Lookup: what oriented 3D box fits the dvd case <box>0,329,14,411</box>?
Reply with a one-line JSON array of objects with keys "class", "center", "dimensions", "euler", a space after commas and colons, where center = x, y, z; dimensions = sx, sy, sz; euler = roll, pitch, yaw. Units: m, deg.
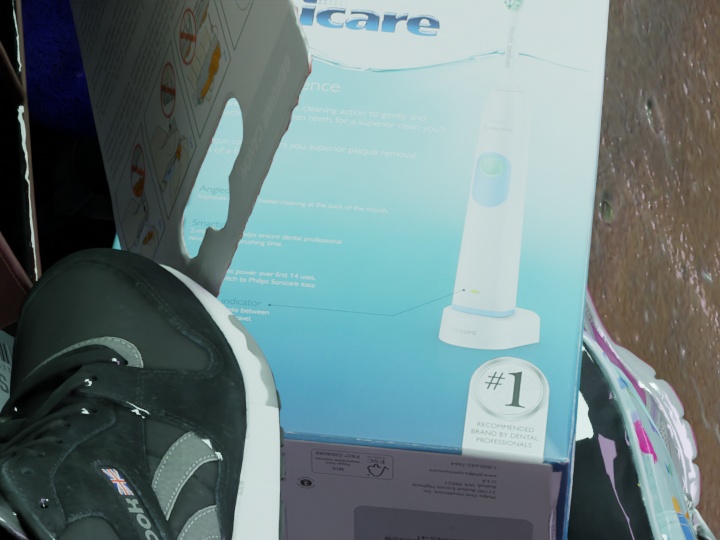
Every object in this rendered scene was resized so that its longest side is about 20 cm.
[{"class": "dvd case", "center": [-0.126, 0.080, 0.813], "dimensions": [0.150, 0.025, 0.201], "euler": [35, 28, -46]}]

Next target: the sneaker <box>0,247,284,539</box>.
[{"class": "sneaker", "center": [-0.068, 0.058, 0.687], "dimensions": [0.087, 0.076, 0.201], "euler": [35, 27, -39]}]

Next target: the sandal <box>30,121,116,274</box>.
[{"class": "sandal", "center": [-0.086, -0.046, 0.973], "dimensions": [0.200, 0.043, 0.077], "euler": [-41, 111, -55]}]

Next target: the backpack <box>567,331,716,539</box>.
[{"class": "backpack", "center": [0.035, 0.112, 0.972], "dimensions": [0.151, 0.176, 0.201], "euler": [22, 51, -77]}]

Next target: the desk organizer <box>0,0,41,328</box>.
[{"class": "desk organizer", "center": [-0.115, -0.087, 0.794], "dimensions": [0.071, 0.077, 0.201], "euler": [19, 56, -46]}]

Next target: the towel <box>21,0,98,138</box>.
[{"class": "towel", "center": [-0.150, -0.130, 0.876], "dimensions": [0.199, 0.049, 0.149], "euler": [15, 52, -49]}]

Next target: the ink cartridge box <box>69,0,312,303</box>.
[{"class": "ink cartridge box", "center": [-0.037, -0.089, 0.798], "dimensions": [0.050, 0.163, 0.201], "euler": [-4, 56, -22]}]

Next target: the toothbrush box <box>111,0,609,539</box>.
[{"class": "toothbrush box", "center": [0.000, 0.000, 0.890], "dimensions": [0.086, 0.145, 0.201], "euler": [90, 6, -50]}]

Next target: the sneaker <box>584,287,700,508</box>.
[{"class": "sneaker", "center": [0.067, 0.046, 1.143], "dimensions": [0.088, 0.081, 0.201], "euler": [-29, 93, -56]}]
